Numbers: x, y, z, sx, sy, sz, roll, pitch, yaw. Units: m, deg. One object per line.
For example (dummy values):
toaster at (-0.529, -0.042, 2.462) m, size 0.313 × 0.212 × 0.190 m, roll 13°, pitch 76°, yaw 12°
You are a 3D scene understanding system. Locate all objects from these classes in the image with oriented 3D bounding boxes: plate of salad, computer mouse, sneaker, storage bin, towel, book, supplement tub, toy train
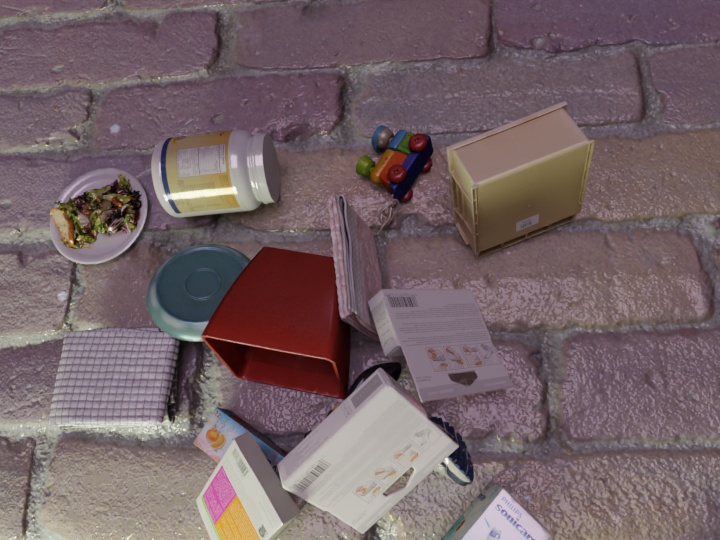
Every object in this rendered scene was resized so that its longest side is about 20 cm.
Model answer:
plate of salad at (-0.508, -0.111, 1.051) m, size 0.198 × 0.048 × 0.202 m, roll -2°, pitch 71°, yaw 6°
computer mouse at (-0.018, 0.204, 0.848) m, size 0.046 × 0.141 × 0.200 m, roll 37°, pitch 79°, yaw 24°
sneaker at (0.089, 0.267, 0.855) m, size 0.200 × 0.077 × 0.085 m, roll 42°, pitch 114°, yaw 2°
storage bin at (0.257, -0.137, 0.897) m, size 0.198 × 0.199 × 0.094 m, roll -22°, pitch 54°, yaw -1°
towel at (0.000, 0.000, 0.882) m, size 0.032 × 0.191 × 0.202 m, roll -11°, pitch 71°, yaw 14°
book at (-0.175, 0.345, 0.801) m, size 0.048 × 0.201 × 0.134 m, roll -15°, pitch 59°, yaw -46°
towel at (-0.404, 0.184, 0.926) m, size 0.198 × 0.086 × 0.167 m, roll -1°, pitch 64°, yaw 1°
supplement tub at (-0.256, -0.176, 0.991) m, size 0.198 × 0.145 × 0.146 m, roll -5°, pitch 72°, yaw 5°
toy train at (0.038, -0.170, 0.994) m, size 0.115 × 0.085 × 0.201 m, roll 28°, pitch 77°, yaw 25°

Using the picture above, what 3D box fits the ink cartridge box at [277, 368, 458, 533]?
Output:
ink cartridge box at (0.014, 0.260, 0.773) m, size 0.200 × 0.176 × 0.045 m, roll -43°, pitch 31°, yaw 3°

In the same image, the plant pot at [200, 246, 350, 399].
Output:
plant pot at (-0.106, 0.078, 0.879) m, size 0.198 × 0.201 × 0.178 m, roll 9°, pitch 62°, yaw 9°

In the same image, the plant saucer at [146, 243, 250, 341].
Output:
plant saucer at (-0.274, 0.028, 0.957) m, size 0.198 × 0.028 × 0.202 m, roll 1°, pitch 56°, yaw -2°

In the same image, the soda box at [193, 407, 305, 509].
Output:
soda box at (-0.164, 0.302, 0.871) m, size 0.199 × 0.064 × 0.069 m, roll 32°, pitch 78°, yaw 14°

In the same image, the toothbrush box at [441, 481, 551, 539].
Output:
toothbrush box at (0.157, 0.402, 0.759) m, size 0.085 × 0.147 × 0.200 m, roll 42°, pitch 82°, yaw 16°

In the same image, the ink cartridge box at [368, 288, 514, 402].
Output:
ink cartridge box at (0.123, 0.113, 0.838) m, size 0.199 × 0.045 × 0.177 m, roll 2°, pitch 57°, yaw -36°
